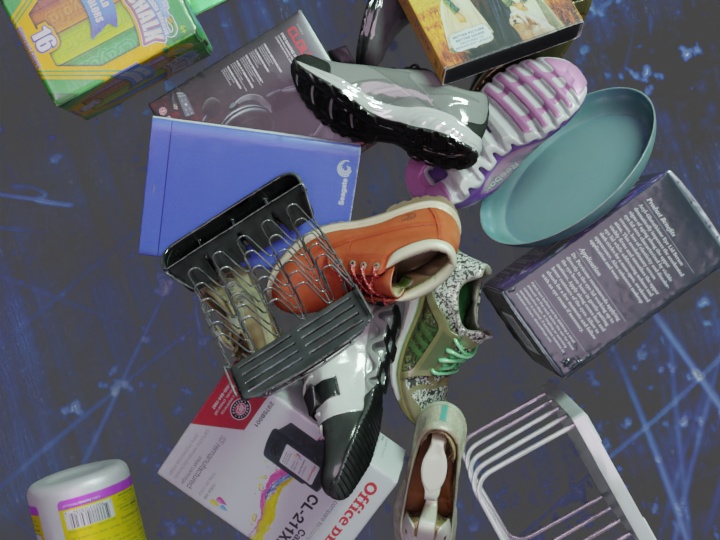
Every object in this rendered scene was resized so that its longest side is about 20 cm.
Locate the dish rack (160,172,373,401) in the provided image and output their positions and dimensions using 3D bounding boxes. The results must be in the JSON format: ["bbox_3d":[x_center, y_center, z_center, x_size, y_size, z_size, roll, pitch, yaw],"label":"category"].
[{"bbox_3d":[-0.082,0.016,0.975,0.153,0.200,0.055,-33,134,2],"label":"dish rack"}]

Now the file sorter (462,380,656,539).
[{"bbox_3d":[0.180,0.210,1.055,0.124,0.200,0.139,-30,91,2],"label":"file sorter"}]

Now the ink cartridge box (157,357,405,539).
[{"bbox_3d":[-0.075,0.192,1.096,0.200,0.083,0.146,35,104,-1],"label":"ink cartridge box"}]

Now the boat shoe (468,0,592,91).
[{"bbox_3d":[0.162,-0.216,1.114,0.072,0.066,0.201,23,111,-20],"label":"boat shoe"}]

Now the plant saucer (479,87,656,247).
[{"bbox_3d":[0.203,-0.095,1.061,0.200,0.200,0.027,-45,116,1],"label":"plant saucer"}]

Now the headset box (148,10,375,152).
[{"bbox_3d":[-0.087,-0.153,1.107,0.200,0.077,0.149,-31,91,2],"label":"headset box"}]

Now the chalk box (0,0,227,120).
[{"bbox_3d":[-0.227,-0.253,1.080,0.199,0.124,0.125,-29,91,1],"label":"chalk box"}]

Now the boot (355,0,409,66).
[{"bbox_3d":[0.082,-0.272,1.093,0.131,0.070,0.201,24,79,-1],"label":"boot"}]

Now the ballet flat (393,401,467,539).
[{"bbox_3d":[0.066,0.227,1.094,0.067,0.062,0.201,6,110,7],"label":"ballet flat"}]

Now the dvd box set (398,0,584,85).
[{"bbox_3d":[0.103,-0.284,1.041,0.146,0.029,0.201,-20,69,-10],"label":"dvd box set"}]

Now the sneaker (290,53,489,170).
[{"bbox_3d":[0.028,-0.162,1.037,0.199,0.074,0.080,21,67,7],"label":"sneaker"}]

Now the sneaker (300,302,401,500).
[{"bbox_3d":[-0.023,0.120,1.033,0.088,0.074,0.201,6,57,13],"label":"sneaker"}]

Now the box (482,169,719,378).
[{"bbox_3d":[0.235,0.002,1.076,0.200,0.148,0.104,-36,92,-1],"label":"box"}]

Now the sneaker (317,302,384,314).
[{"bbox_3d":[-0.012,0.027,1.114,0.090,0.067,0.201,19,94,-6],"label":"sneaker"}]

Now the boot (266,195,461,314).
[{"bbox_3d":[0.000,0.000,1.017,0.199,0.107,0.075,-23,116,12],"label":"boot"}]

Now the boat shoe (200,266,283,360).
[{"bbox_3d":[-0.114,0.051,1.061,0.062,0.200,0.073,-25,123,-6],"label":"boat shoe"}]

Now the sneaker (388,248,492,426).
[{"bbox_3d":[0.086,0.070,1.085,0.088,0.077,0.201,18,110,41],"label":"sneaker"}]

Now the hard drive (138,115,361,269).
[{"bbox_3d":[-0.107,-0.069,1.057,0.199,0.025,0.133,6,104,-10],"label":"hard drive"}]

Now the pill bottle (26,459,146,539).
[{"bbox_3d":[-0.263,0.300,1.102,0.104,0.104,0.201,-13,91,0],"label":"pill bottle"}]

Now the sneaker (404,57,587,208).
[{"bbox_3d":[0.138,-0.128,1.077,0.200,0.088,0.081,-38,66,14],"label":"sneaker"}]
